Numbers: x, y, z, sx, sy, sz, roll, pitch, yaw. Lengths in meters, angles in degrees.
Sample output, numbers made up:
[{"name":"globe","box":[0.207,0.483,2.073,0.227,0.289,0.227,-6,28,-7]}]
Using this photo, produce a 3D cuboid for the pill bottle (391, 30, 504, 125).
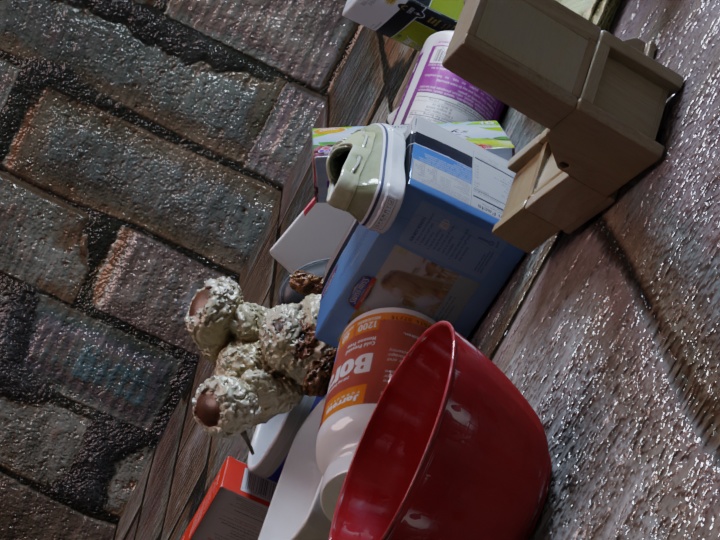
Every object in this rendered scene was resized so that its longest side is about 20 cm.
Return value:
[{"name":"pill bottle","box":[0.091,-0.156,1.693,0.201,0.112,0.112,-68,10,-18]}]

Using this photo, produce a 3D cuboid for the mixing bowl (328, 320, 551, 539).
[{"name":"mixing bowl","box":[0.065,0.149,1.074,0.201,0.108,0.200,-63,9,18]}]

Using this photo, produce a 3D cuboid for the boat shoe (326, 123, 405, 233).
[{"name":"boat shoe","box":[0.001,-0.096,1.374,0.072,0.062,0.200,-60,13,16]}]

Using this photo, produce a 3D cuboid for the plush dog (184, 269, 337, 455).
[{"name":"plush dog","box":[-0.081,0.094,1.650,0.171,0.160,0.201,-27,47,21]}]

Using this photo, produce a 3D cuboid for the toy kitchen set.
[{"name":"toy kitchen set","box":[0.137,-0.153,1.221,0.200,0.180,0.164,-41,24,58]}]

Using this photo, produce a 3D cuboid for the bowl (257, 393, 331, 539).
[{"name":"bowl","box":[-0.030,0.219,1.529,0.200,0.074,0.200,126,165,-54]}]

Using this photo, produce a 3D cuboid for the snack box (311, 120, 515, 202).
[{"name":"snack box","box":[0.050,-0.113,1.552,0.142,0.199,0.053,-100,8,-74]}]

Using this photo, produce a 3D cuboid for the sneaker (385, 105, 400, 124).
[{"name":"sneaker","box":[0.100,-0.196,1.921,0.116,0.075,0.201,-54,20,13]}]

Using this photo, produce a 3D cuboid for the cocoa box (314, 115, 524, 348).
[{"name":"cocoa box","box":[0.059,-0.015,1.442,0.200,0.133,0.131,-59,13,32]}]

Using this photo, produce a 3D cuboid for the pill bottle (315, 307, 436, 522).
[{"name":"pill bottle","box":[0.021,0.134,1.343,0.112,0.112,0.200,-58,12,37]}]

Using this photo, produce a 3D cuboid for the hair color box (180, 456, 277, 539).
[{"name":"hair color box","box":[-0.163,0.333,1.888,0.200,0.101,0.061,-59,12,31]}]

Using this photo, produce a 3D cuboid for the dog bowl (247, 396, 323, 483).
[{"name":"dog bowl","box":[-0.059,0.162,1.815,0.201,0.079,0.200,-61,10,19]}]

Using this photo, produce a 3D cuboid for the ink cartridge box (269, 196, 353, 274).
[{"name":"ink cartridge box","box":[-0.016,-0.065,1.917,0.145,0.083,0.200,-50,-3,17]}]

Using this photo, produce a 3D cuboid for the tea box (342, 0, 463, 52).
[{"name":"tea box","box":[0.106,-0.340,1.817,0.134,0.196,0.200,-67,10,-6]}]

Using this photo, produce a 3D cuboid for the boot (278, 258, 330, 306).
[{"name":"boot","box":[0.001,0.000,1.719,0.066,0.164,0.200,69,164,1]}]

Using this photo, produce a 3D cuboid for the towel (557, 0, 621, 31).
[{"name":"towel","box":[0.213,-0.255,1.507,0.149,0.036,0.200,-65,9,-5]}]
